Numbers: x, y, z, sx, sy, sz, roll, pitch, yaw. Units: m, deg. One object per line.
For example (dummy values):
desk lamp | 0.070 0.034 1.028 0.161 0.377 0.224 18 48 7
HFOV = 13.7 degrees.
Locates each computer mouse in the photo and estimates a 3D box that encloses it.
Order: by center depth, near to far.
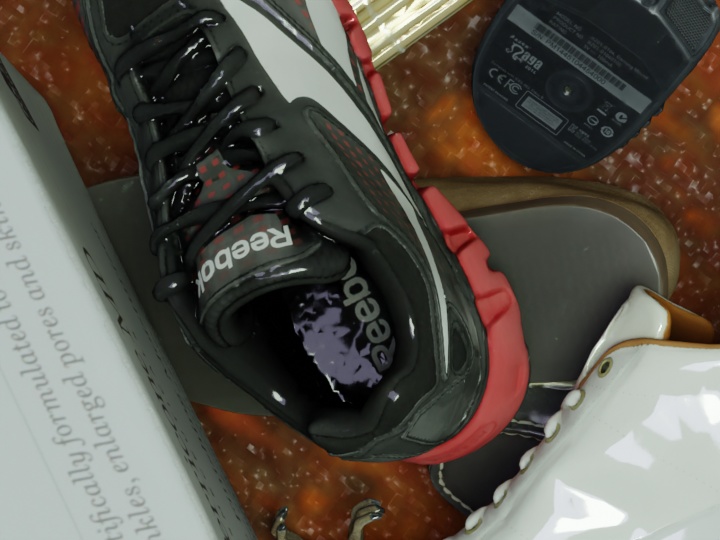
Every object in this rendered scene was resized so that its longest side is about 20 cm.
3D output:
computer mouse | 0.094 -0.096 0.871 0.059 0.034 0.200 37 135 -6

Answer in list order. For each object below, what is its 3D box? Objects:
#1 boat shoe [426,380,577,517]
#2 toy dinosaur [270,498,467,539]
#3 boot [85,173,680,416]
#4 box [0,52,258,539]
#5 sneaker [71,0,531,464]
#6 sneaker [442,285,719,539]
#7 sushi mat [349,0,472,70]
boat shoe | 0.110 0.089 0.903 0.199 0.065 0.073 21 133 0
toy dinosaur | 0.024 0.132 0.932 0.199 0.058 0.101 30 108 4
boot | 0.000 0.000 0.917 0.199 0.075 0.074 2 106 15
box | -0.147 0.062 0.833 0.199 0.131 0.200 -28 75 2
sneaker | -0.028 -0.030 0.830 0.071 0.098 0.201 -32 88 23
sneaker | 0.070 0.057 0.849 0.199 0.073 0.085 -26 79 14
sushi mat | 0.021 -0.132 0.931 0.200 0.012 0.096 -37 91 2
